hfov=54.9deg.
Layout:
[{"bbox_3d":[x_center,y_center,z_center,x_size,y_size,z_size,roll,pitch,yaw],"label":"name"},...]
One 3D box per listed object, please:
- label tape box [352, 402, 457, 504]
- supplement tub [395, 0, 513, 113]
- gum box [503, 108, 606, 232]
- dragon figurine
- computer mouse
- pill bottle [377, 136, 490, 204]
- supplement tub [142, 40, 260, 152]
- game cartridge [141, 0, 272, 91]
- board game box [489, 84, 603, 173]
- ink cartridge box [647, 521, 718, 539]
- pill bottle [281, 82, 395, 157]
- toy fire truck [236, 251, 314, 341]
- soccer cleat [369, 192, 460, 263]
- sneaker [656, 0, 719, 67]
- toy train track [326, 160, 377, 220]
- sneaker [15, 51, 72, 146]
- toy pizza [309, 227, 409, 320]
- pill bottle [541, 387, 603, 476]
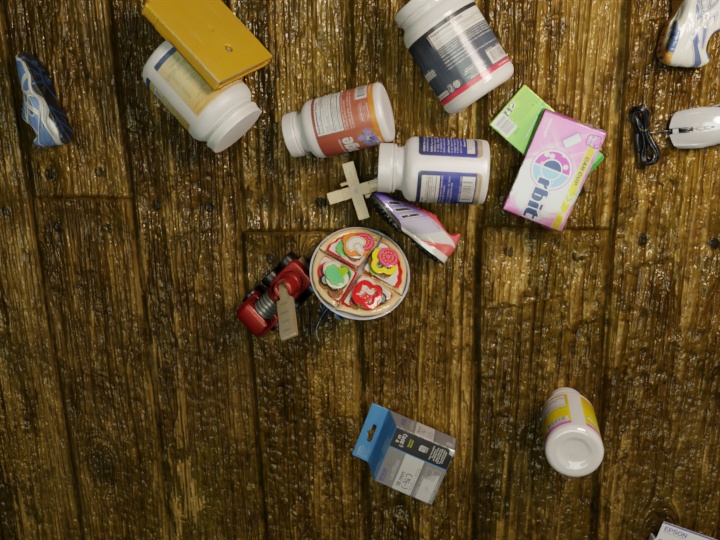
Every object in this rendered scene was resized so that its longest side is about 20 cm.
[{"bbox_3d":[0.089,0.395,1.495,0.199,0.063,0.145,22,108,5],"label":"label tape box"},{"bbox_3d":[0.164,-0.394,1.223,0.140,0.140,0.200,-31,96,18],"label":"supplement tub"},{"bbox_3d":[0.346,-0.177,1.255,0.113,0.066,0.201,23,111,7],"label":"gum box"},{"bbox_3d":[-0.038,0.046,1.388,0.059,0.200,0.100,35,142,17],"label":"dragon figurine"},{"bbox_3d":[0.586,-0.252,1.220,0.199,0.044,0.110,-8,102,14],"label":"computer mouse"},{"bbox_3d":[0.132,-0.186,1.283,0.199,0.120,0.120,4,106,2],"label":"pill bottle"},{"bbox_3d":[-0.303,-0.342,1.336,0.144,0.144,0.200,-40,94,19],"label":"supplement tub"},{"bbox_3d":[-0.285,-0.441,1.293,0.200,0.176,0.032,46,132,-2],"label":"game cartridge"},{"bbox_3d":[0.345,-0.241,1.285,0.200,0.030,0.096,42,110,1],"label":"board game box"},{"bbox_3d":[0.687,0.625,1.440,0.197,0.047,0.201,18,106,9],"label":"ink cartridge box"},{"bbox_3d":[-0.042,-0.278,1.314,0.199,0.112,0.113,-11,102,15],"label":"pill bottle"},{"bbox_3d":[-0.170,0.077,1.392,0.176,0.200,0.129,-42,93,19],"label":"toy fire truck"},{"bbox_3d":[0.105,-0.097,1.351,0.200,0.068,0.073,39,88,-12],"label":"soccer cleat"},{"bbox_3d":[0.573,-0.443,1.165,0.088,0.075,0.201,10,114,-3],"label":"sneaker"},{"bbox_3d":[0.033,-0.171,1.372,0.199,0.033,0.115,-15,101,8],"label":"toy train track"},{"bbox_3d":[-0.681,-0.354,1.450,0.077,0.076,0.201,-15,100,11],"label":"sneaker"},{"bbox_3d":[0.000,0.000,1.359,0.199,0.032,0.201,2,65,-5],"label":"toy pizza"},{"bbox_3d":[0.401,0.299,1.328,0.104,0.200,0.105,3,106,11],"label":"pill bottle"}]
